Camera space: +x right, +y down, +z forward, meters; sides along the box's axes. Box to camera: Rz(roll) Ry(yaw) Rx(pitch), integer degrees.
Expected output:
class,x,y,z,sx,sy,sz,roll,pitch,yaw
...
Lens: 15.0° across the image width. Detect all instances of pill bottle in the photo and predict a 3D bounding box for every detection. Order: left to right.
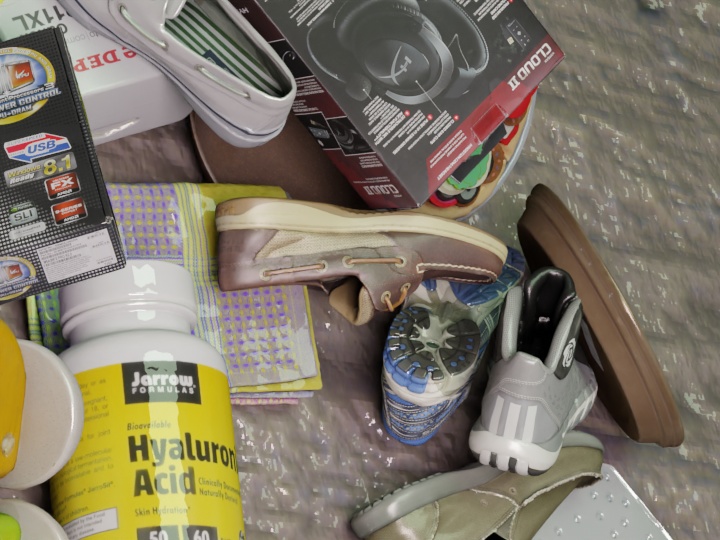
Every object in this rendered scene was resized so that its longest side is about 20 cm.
class,x,y,z,sx,sy,sz,roll,pitch,yaw
pill bottle,-0.128,0.101,1.592,0.111,0.111,0.201,6,66,-35

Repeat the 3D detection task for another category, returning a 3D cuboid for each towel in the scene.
class,x,y,z,sx,sy,sz,roll,pitch,yaw
towel,-0.117,0.012,1.709,0.199,0.023,0.145,2,75,-33

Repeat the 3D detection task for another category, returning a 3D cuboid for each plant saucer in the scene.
class,x,y,z,sx,sy,sz,roll,pitch,yaw
plant saucer,-0.037,-0.080,1.849,0.199,0.034,0.201,19,52,-26
plant saucer,0.157,0.035,1.845,0.029,0.200,0.201,-28,79,-4

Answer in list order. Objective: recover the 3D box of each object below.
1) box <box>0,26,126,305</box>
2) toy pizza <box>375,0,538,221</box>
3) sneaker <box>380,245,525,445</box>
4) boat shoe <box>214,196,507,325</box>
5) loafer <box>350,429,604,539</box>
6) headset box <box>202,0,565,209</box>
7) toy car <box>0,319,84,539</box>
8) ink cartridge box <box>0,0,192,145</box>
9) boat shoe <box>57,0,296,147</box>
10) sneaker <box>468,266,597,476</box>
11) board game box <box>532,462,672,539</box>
class,x,y,z,sx,sy,sz,roll,pitch,yaw
box,-0.246,-0.044,1.554,0.199,0.044,0.161,-16,51,-3
toy pizza,0.058,-0.127,1.835,0.199,0.032,0.202,-10,104,-44
sneaker,0.051,0.043,1.813,0.077,0.086,0.200,20,34,9
boat shoe,0.000,0.000,1.737,0.199,0.072,0.072,8,79,-27
loafer,0.083,0.158,1.769,0.199,0.075,0.070,-17,80,-34
headset box,0.022,-0.146,1.738,0.149,0.077,0.200,-46,110,-18
toy car,-0.245,0.121,1.478,0.175,0.149,0.201,7,85,-68
ink cartridge box,-0.194,-0.185,1.742,0.145,0.083,0.201,-19,75,-30
boat shoe,-0.114,-0.163,1.677,0.200,0.067,0.074,39,57,-4
sneaker,0.122,0.044,1.765,0.075,0.116,0.200,12,22,5
board game box,0.169,0.254,1.797,0.200,0.026,0.200,51,44,1
